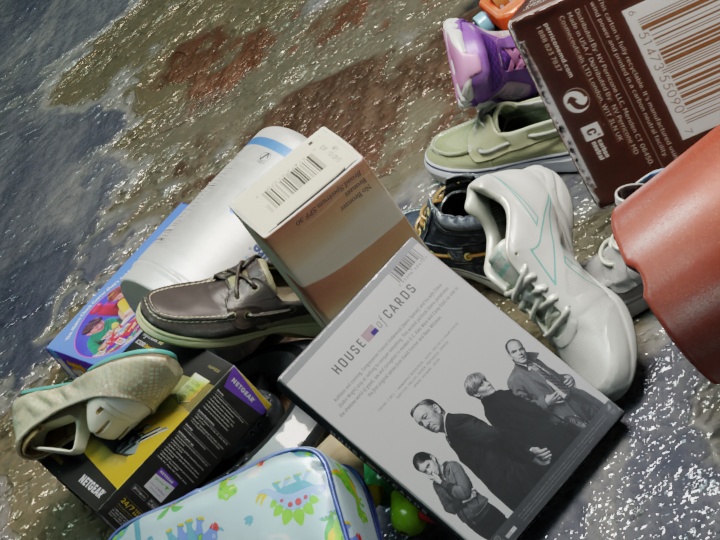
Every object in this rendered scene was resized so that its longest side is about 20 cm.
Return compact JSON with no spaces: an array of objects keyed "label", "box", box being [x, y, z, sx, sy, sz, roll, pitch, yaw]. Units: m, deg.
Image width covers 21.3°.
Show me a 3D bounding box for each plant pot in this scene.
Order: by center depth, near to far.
[{"label":"plant pot","box":[0.287,-0.032,1.282,0.195,0.201,0.201,-34,30,19]}]

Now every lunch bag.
[{"label":"lunch bag","box":[-0.078,0.228,1.338,0.200,0.082,0.161,-26,61,16]}]

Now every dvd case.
[{"label":"dvd case","box":[0.064,0.091,1.350,0.150,0.200,0.025,-46,-13,-19]}]

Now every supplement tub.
[{"label":"supplement tub","box":[-0.100,-0.018,1.693,0.200,0.132,0.132,-49,33,-19]}]

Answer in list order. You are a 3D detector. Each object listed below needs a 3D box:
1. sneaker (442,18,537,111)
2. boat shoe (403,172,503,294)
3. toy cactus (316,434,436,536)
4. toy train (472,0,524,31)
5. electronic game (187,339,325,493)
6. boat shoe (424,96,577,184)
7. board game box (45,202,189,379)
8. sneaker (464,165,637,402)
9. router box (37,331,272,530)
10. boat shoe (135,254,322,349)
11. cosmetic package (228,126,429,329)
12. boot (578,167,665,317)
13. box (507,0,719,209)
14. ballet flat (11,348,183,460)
[{"label":"sneaker","box":[0.127,-0.186,1.693,0.088,0.081,0.200,-8,1,13]},{"label":"boat shoe","box":[0.075,-0.042,1.589,0.071,0.091,0.200,-48,32,-19]},{"label":"toy cactus","box":[0.016,0.119,1.427,0.165,0.102,0.200,-35,49,39]},{"label":"toy train","box":[0.198,-0.290,1.839,0.200,0.056,0.150,-34,31,4]},{"label":"electronic game","box":[-0.095,0.133,1.566,0.200,0.042,0.200,-33,25,18]},{"label":"boat shoe","box":[0.132,-0.120,1.666,0.200,0.062,0.072,-6,41,41]},{"label":"board game box","box":[-0.186,0.027,1.801,0.200,0.045,0.134,-49,33,-20]},{"label":"sneaker","box":[0.134,0.012,1.403,0.070,0.080,0.201,-49,55,41]},{"label":"router box","box":[-0.177,0.131,1.578,0.157,0.052,0.200,-47,25,-12]},{"label":"boat shoe","box":[-0.086,0.018,1.576,0.200,0.065,0.073,-5,41,-24]},{"label":"cosmetic package","box":[0.000,0.000,1.501,0.103,0.200,0.087,-41,31,-4]},{"label":"boot","box":[0.206,-0.025,1.429,0.200,0.096,0.074,-23,33,22]},{"label":"box","box":[0.235,-0.175,1.487,0.164,0.166,0.200,-24,12,21]},{"label":"ballet flat","box":[-0.211,0.114,1.537,0.200,0.067,0.063,-21,59,45]}]
